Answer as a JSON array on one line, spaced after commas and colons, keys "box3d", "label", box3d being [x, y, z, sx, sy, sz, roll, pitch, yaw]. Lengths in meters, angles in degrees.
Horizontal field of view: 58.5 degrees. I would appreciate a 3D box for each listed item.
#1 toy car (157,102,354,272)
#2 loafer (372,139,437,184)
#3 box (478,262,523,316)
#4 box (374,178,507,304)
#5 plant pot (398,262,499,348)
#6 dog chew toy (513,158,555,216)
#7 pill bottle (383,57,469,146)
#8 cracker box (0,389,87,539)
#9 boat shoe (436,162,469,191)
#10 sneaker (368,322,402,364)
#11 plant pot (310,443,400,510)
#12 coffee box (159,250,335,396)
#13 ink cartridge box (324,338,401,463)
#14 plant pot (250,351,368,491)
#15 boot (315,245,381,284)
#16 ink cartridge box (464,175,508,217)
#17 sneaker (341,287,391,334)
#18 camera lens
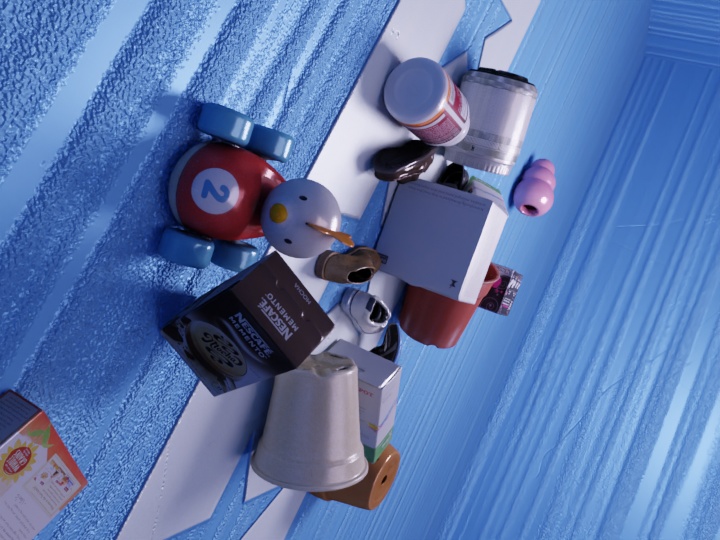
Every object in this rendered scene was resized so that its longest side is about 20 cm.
[{"box3d": [-0.100, -0.071, 0.752, 0.177, 0.200, 0.185, 8, 101, -65], "label": "toy car"}, {"box3d": [0.087, -0.188, 1.185, 0.200, 0.073, 0.071, -31, 135, -52], "label": "loafer"}, {"box3d": [0.279, 0.026, 1.593, 0.132, 0.200, 0.115, 16, 94, -65], "label": "box"}, {"box3d": [0.156, -0.060, 1.277, 0.131, 0.199, 0.200, 15, 96, -65], "label": "box"}, {"box3d": [0.185, 0.058, 1.461, 0.201, 0.201, 0.195, -23, 137, -57], "label": "plant pot"}, {"box3d": [0.557, -0.268, 2.026, 0.125, 0.124, 0.200, 68, 41, -56], "label": "dog chew toy"}, {"box3d": [0.127, -0.288, 1.142, 0.200, 0.113, 0.113, 15, 96, -65], "label": "pill bottle"}, {"box3d": [-0.373, 0.231, 0.607, 0.200, 0.058, 0.134, -48, 148, -39], "label": "cracker box"}, {"box3d": [0.184, -0.162, 1.409, 0.200, 0.075, 0.062, -59, 149, -30], "label": "boat shoe"}, {"box3d": [0.025, 0.196, 1.347, 0.200, 0.083, 0.071, -60, -174, 3], "label": "sneaker"}, {"box3d": [-0.006, 0.430, 1.410, 0.200, 0.140, 0.200, -44, 145, -41], "label": "plant pot"}, {"box3d": [-0.139, 0.069, 0.759, 0.113, 0.200, 0.080, 53, 49, -10], "label": "coffee box"}, {"box3d": [-0.008, 0.254, 1.257, 0.088, 0.145, 0.200, -41, 143, -46], "label": "ink cartridge box"}, {"box3d": [-0.079, 0.239, 1.084, 0.200, 0.200, 0.184, -9, 105, -62], "label": "plant pot"}, {"box3d": [0.000, 0.000, 1.160, 0.200, 0.075, 0.074, -9, 116, -63], "label": "boot"}, {"box3d": [0.248, -0.111, 1.435, 0.145, 0.084, 0.200, -59, -175, 22], "label": "ink cartridge box"}, {"box3d": [0.025, 0.093, 1.285, 0.073, 0.071, 0.200, -65, 155, -7], "label": "sneaker"}, {"box3d": [0.272, -0.315, 1.355, 0.160, 0.160, 0.200, -14, 121, -60], "label": "camera lens"}]
